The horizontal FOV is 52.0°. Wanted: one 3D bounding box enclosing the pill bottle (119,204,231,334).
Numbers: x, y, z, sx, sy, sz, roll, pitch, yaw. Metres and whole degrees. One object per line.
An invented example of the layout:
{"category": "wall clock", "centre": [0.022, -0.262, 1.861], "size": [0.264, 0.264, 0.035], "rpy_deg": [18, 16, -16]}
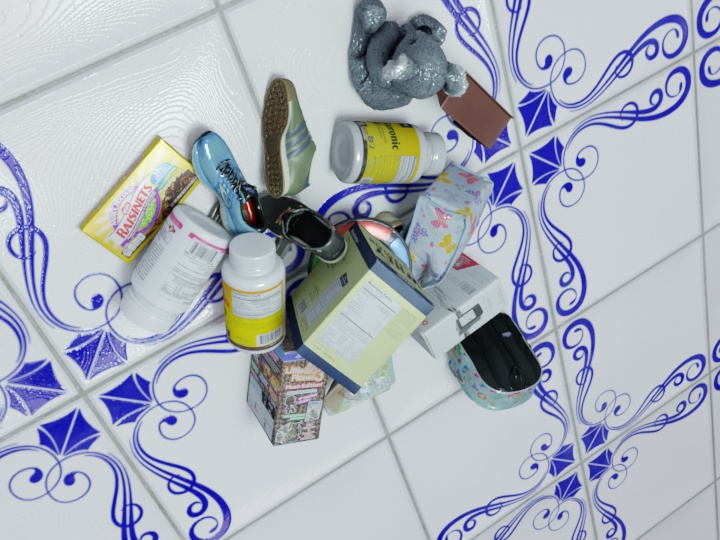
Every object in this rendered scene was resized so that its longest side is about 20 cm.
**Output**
{"category": "pill bottle", "centre": [-0.316, 0.000, 1.253], "size": [0.113, 0.113, 0.201], "rpy_deg": [30, 101, -35]}

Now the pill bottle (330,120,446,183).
{"category": "pill bottle", "centre": [0.054, -0.216, 1.358], "size": [0.198, 0.111, 0.113], "rpy_deg": [-3, 114, -28]}

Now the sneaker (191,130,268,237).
{"category": "sneaker", "centre": [-0.208, -0.145, 1.244], "size": [0.078, 0.089, 0.201], "rpy_deg": [-43, 121, -32]}

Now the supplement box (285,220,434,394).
{"category": "supplement box", "centre": [-0.009, 0.058, 1.261], "size": [0.134, 0.200, 0.200], "rpy_deg": [39, 100, -23]}

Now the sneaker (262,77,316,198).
{"category": "sneaker", "centre": [-0.118, -0.231, 1.293], "size": [0.089, 0.067, 0.203], "rpy_deg": [-12, 110, -47]}

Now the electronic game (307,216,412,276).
{"category": "electronic game", "centre": [0.000, 0.000, 1.373], "size": [0.197, 0.042, 0.203], "rpy_deg": [-3, 107, -10]}

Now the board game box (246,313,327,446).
{"category": "board game box", "centre": [-0.141, 0.203, 1.419], "size": [0.096, 0.159, 0.202], "rpy_deg": [-3, 114, -28]}

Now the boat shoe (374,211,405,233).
{"category": "boat shoe", "centre": [0.014, -0.023, 1.454], "size": [0.071, 0.064, 0.201], "rpy_deg": [30, 97, -35]}

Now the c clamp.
{"category": "c clamp", "centre": [-0.205, -0.042, 1.349], "size": [0.200, 0.027, 0.171], "rpy_deg": [38, 91, -35]}

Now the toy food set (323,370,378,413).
{"category": "toy food set", "centre": [0.009, 0.173, 1.379], "size": [0.060, 0.200, 0.144], "rpy_deg": [33, 52, -5]}

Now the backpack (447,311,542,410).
{"category": "backpack", "centre": [0.298, 0.212, 1.640], "size": [0.176, 0.201, 0.152], "rpy_deg": [-13, 138, -24]}

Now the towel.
{"category": "towel", "centre": [-0.015, 0.196, 1.553], "size": [0.170, 0.048, 0.202], "rpy_deg": [-21, 121, -19]}

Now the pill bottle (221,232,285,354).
{"category": "pill bottle", "centre": [-0.183, 0.038, 1.276], "size": [0.108, 0.109, 0.202], "rpy_deg": [-14, 130, -22]}

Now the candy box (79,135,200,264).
{"category": "candy box", "centre": [-0.362, -0.115, 1.231], "size": [0.200, 0.026, 0.102], "rpy_deg": [-49, 124, 0]}

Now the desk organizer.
{"category": "desk organizer", "centre": [0.200, -0.310, 1.388], "size": [0.199, 0.072, 0.077], "rpy_deg": [24, 104, -50]}

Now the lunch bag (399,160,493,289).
{"category": "lunch bag", "centre": [0.155, -0.081, 1.427], "size": [0.170, 0.126, 0.201], "rpy_deg": [-50, 160, -47]}

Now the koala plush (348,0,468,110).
{"category": "koala plush", "centre": [0.084, -0.347, 1.257], "size": [0.176, 0.200, 0.186], "rpy_deg": [6, 110, -31]}

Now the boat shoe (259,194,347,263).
{"category": "boat shoe", "centre": [-0.109, -0.083, 1.265], "size": [0.074, 0.201, 0.063], "rpy_deg": [-53, 150, -7]}

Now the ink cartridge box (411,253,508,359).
{"category": "ink cartridge box", "centre": [0.182, 0.070, 1.541], "size": [0.199, 0.145, 0.084], "rpy_deg": [-35, 127, -10]}
